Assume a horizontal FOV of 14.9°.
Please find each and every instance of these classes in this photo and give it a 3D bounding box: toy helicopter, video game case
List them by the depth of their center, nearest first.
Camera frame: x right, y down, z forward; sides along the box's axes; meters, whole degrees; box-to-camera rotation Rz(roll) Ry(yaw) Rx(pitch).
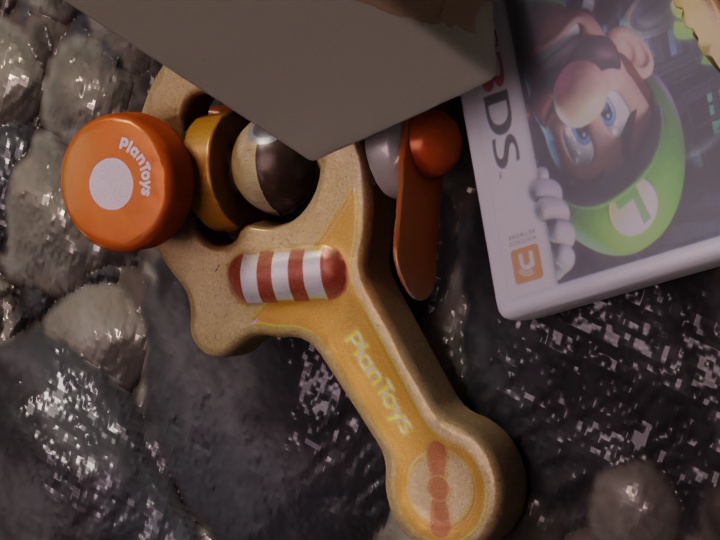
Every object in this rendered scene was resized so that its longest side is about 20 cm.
[{"bbox_3d":[0.106,-0.095,0.844,0.199,0.023,0.183,-17,79,40],"label":"video game case"},{"bbox_3d":[0.000,0.000,0.921,0.132,0.079,0.201,-37,77,26],"label":"toy helicopter"}]

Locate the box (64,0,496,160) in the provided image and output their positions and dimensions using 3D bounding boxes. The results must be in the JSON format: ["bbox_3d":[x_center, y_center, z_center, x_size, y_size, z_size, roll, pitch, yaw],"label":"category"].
[{"bbox_3d":[-0.047,-0.121,0.819,0.077,0.200,0.096,-21,58,31],"label":"box"}]

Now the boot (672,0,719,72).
[{"bbox_3d":[0.196,-0.089,0.720,0.200,0.066,0.176,-41,80,27],"label":"boot"}]
